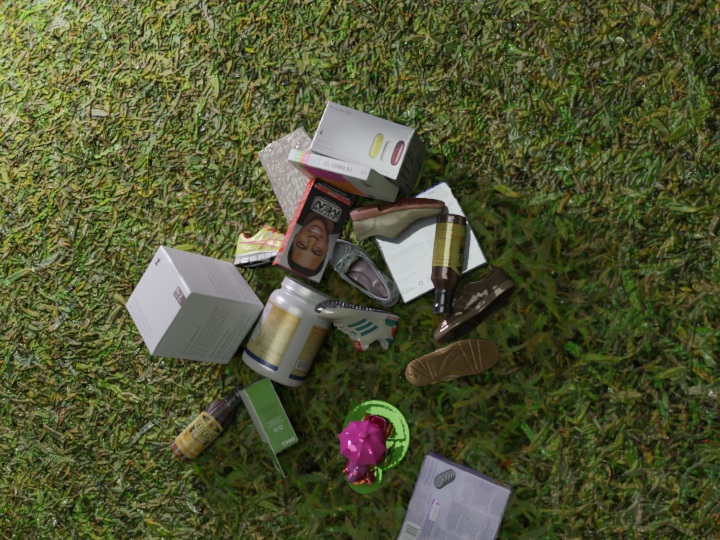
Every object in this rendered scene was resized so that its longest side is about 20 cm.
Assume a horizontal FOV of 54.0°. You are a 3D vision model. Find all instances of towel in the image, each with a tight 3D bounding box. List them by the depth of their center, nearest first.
[{"bbox_3d":[-0.140,-0.210,1.589,0.132,0.034,0.201,-26,80,11],"label":"towel"}]

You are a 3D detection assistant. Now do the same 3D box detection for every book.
[{"bbox_3d":[-0.036,-0.195,1.452,0.199,0.133,0.048,19,87,30],"label":"book"}]

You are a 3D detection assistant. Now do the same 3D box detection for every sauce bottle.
[{"bbox_3d":[0.175,-0.012,1.430,0.064,0.065,0.202,6,86,14],"label":"sauce bottle"},{"bbox_3d":[-0.330,0.335,1.560,0.066,0.066,0.200,44,94,14],"label":"sauce bottle"}]

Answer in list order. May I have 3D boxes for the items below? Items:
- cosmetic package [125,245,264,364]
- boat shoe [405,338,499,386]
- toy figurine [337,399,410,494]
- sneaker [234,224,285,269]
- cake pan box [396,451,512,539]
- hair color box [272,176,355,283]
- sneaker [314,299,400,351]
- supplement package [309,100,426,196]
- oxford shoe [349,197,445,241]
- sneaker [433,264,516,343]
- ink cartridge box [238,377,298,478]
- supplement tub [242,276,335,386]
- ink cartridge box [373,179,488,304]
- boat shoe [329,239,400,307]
[{"bbox_3d":[-0.349,0.076,1.488,0.166,0.199,0.165,-55,51,16],"label":"cosmetic package"},{"bbox_3d":[0.183,0.186,1.446,0.198,0.069,0.074,-12,84,-9],"label":"boat shoe"},{"bbox_3d":[0.004,0.365,1.412,0.149,0.184,0.201,18,89,15],"label":"toy figurine"},{"bbox_3d":[-0.190,-0.062,1.565,0.198,0.078,0.091,-8,75,11],"label":"sneaker"},{"bbox_3d":[0.188,0.494,1.421,0.183,0.052,0.201,18,88,17],"label":"cake pan box"},{"bbox_3d":[-0.098,-0.083,1.493,0.101,0.061,0.201,25,80,-17],"label":"hair color box"},{"bbox_3d":[-0.008,0.119,1.456,0.070,0.199,0.094,16,95,56],"label":"sneaker"},{"bbox_3d":[0.021,-0.255,1.490,0.199,0.156,0.112,21,89,16],"label":"supplement package"},{"bbox_3d":[0.081,-0.107,1.474,0.198,0.071,0.074,-8,105,13],"label":"oxford shoe"},{"bbox_3d":[0.224,0.070,1.460,0.199,0.070,0.076,-37,58,4],"label":"sneaker"},{"bbox_3d":[-0.184,0.329,1.491,0.059,0.104,0.201,-25,87,-19],"label":"ink cartridge box"},{"bbox_3d":[-0.147,0.128,1.496,0.144,0.144,0.201,26,90,15],"label":"supplement tub"},{"bbox_3d":[0.141,-0.059,1.498,0.199,0.041,0.201,-26,77,9],"label":"ink cartridge box"},{"bbox_3d":[0.000,0.002,1.513,0.202,0.065,0.075,44,94,17],"label":"boat shoe"}]
